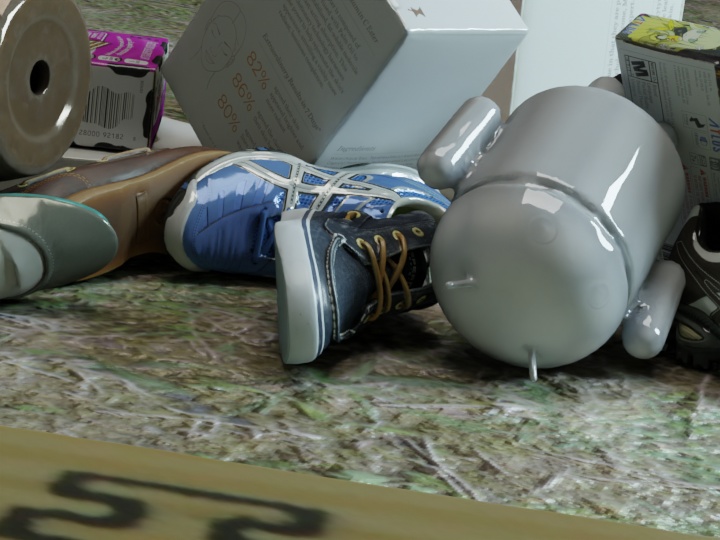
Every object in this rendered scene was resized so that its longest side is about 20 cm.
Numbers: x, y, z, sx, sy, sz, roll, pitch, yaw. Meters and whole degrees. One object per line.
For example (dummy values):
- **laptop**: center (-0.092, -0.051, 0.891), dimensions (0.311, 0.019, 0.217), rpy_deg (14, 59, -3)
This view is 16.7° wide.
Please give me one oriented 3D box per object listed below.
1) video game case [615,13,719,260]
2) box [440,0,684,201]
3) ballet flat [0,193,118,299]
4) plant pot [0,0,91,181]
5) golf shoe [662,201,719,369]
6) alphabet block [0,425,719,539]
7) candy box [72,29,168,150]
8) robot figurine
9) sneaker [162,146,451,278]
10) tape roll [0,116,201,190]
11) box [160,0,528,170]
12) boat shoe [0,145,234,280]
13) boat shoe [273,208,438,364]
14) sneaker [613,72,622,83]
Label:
- **video game case**: center (0.241, -0.042, 1.410), dimensions (0.181, 0.201, 0.036), rpy_deg (17, 46, 37)
- **box**: center (0.104, -0.157, 1.798), dimensions (0.171, 0.201, 0.199), rpy_deg (-7, 20, -41)
- **ballet flat**: center (-0.233, -0.006, 1.328), dimensions (0.199, 0.068, 0.064), rpy_deg (6, 41, -2)
- **plant pot**: center (-0.259, -0.121, 1.435), dimensions (0.174, 0.201, 0.200), rpy_deg (9, 13, 25)
- **golf shoe**: center (0.240, 0.020, 1.353), dimensions (0.078, 0.095, 0.200), rpy_deg (-4, 19, -43)
- **alphabet block**: center (-0.036, 0.150, 0.449), dimensions (0.199, 0.196, 0.196), rpy_deg (7, 11, 6)
- **candy box**: center (-0.233, -0.131, 1.660), dimensions (0.199, 0.061, 0.136), rpy_deg (6, 14, -3)
- **robot figurine**: center (0.109, -0.024, 1.354), dimensions (0.169, 0.113, 0.200), rpy_deg (38, 45, -1)
- **sneaker**: center (-0.023, -0.031, 1.470), dimensions (0.199, 0.076, 0.077), rpy_deg (-7, 20, -30)
- **tape roll**: center (-0.192, -0.079, 1.675), dimensions (0.202, 0.037, 0.203), rpy_deg (6, 12, -1)
- **box**: center (-0.014, -0.139, 1.561), dimensions (0.106, 0.200, 0.153), rpy_deg (-4, 55, -42)
- **boat shoe**: center (-0.137, -0.040, 1.463), dimensions (0.070, 0.071, 0.200), rpy_deg (18, 17, 37)
- **boat shoe**: center (0.000, 0.000, 1.337), dimensions (0.090, 0.071, 0.200), rpy_deg (-2, 13, 0)
- **sneaker**: center (0.176, -0.061, 1.560), dimensions (0.200, 0.116, 0.076), rpy_deg (-25, 13, 13)
